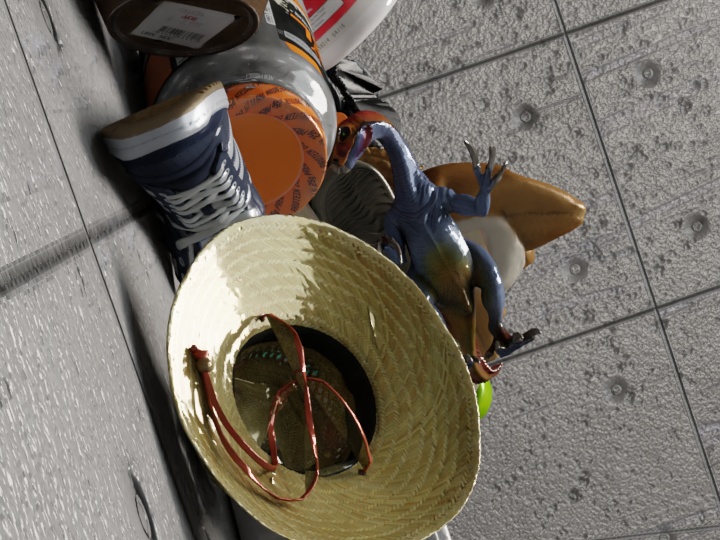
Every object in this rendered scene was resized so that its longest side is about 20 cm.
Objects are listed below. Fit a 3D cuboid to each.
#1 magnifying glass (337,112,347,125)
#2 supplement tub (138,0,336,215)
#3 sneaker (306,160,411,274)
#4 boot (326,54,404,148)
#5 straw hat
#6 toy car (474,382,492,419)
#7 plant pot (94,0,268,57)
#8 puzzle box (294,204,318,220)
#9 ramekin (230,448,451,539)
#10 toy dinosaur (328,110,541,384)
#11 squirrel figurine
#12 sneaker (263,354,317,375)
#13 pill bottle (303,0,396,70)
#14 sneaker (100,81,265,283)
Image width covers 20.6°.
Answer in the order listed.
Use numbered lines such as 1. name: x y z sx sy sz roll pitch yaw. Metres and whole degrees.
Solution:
1. magnifying glass: -0.004 -0.062 1.602 0.022 0.080 0.200 50 -11 32
2. supplement tub: -0.083 -0.120 1.312 0.200 0.122 0.123 -105 176 -55
3. sneaker: 0.000 0.000 1.408 0.106 0.075 0.200 28 -38 58
4. boot: -0.030 -0.071 1.672 0.076 0.168 0.201 -27 95 -46
5. straw hat: -0.040 0.074 1.019 0.201 0.085 0.201 23 47 -28
6. toy car: -0.011 0.051 1.592 0.200 0.158 0.164 58 10 22
7. plant pot: -0.112 -0.241 1.220 0.187 0.186 0.201 66 19 -70
8. puzzle box: -0.030 0.043 1.391 0.133 0.025 0.200 57 -20 18
9. ramekin: -0.004 0.157 1.137 0.200 0.105 0.201 -19 90 -89
10. toy dinosaur: 0.035 -0.015 1.330 0.182 0.105 0.200 62 -17 13
11. squirrel figurine: 0.041 -0.038 1.528 0.200 0.142 0.187 25 3 -18
12. sneaker: -0.064 0.058 1.333 0.087 0.074 0.200 0 -63 60
13. pill bottle: -0.068 -0.260 1.549 0.200 0.112 0.112 42 10 -15
14. sneaker: -0.091 -0.044 1.115 0.200 0.070 0.109 -123 -168 -86
